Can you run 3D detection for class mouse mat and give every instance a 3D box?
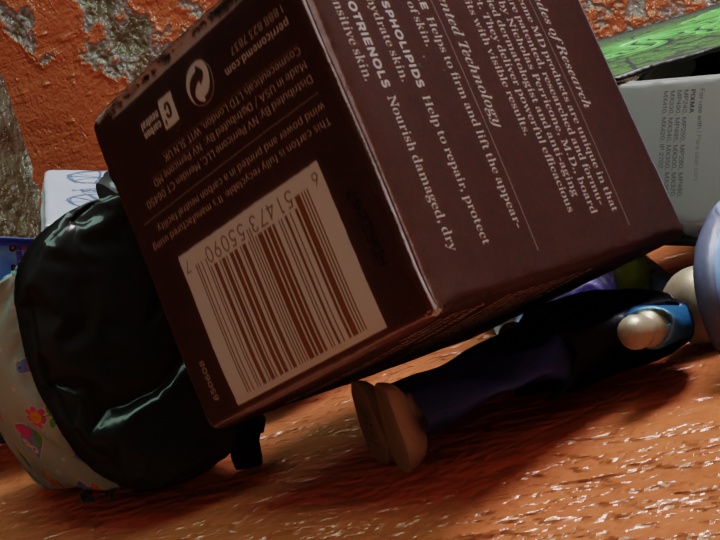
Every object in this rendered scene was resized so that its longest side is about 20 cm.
[{"bbox_3d":[0.197,-0.146,0.810,0.199,0.008,0.161,-17,15,-16],"label":"mouse mat"}]

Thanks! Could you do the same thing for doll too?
[{"bbox_3d":[0.096,0.038,0.635,0.199,0.049,0.136,-19,3,-15],"label":"doll"}]

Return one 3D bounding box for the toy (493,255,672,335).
[{"bbox_3d":[0.132,0.008,0.776,0.115,0.047,0.200,-18,7,2],"label":"toy"}]

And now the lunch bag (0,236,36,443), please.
[{"bbox_3d":[-0.200,0.039,0.912,0.199,0.151,0.094,-8,54,17],"label":"lunch bag"}]

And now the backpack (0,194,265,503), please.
[{"bbox_3d":[-0.149,0.049,0.730,0.126,0.168,0.200,-19,0,-23],"label":"backpack"}]

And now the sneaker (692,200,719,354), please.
[{"bbox_3d":[0.234,-0.015,0.628,0.200,0.074,0.082,-24,13,-37],"label":"sneaker"}]

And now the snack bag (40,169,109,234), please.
[{"bbox_3d":[-0.127,-0.047,0.931,0.199,0.022,0.189,-1,14,-14],"label":"snack bag"}]

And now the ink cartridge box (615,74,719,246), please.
[{"bbox_3d":[0.177,-0.060,0.774,0.145,0.083,0.200,7,-2,-42],"label":"ink cartridge box"}]

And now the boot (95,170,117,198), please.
[{"bbox_3d":[-0.046,-0.072,0.832,0.200,0.165,0.066,-54,7,-20],"label":"boot"}]

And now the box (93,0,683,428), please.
[{"bbox_3d":[0.014,-0.044,0.633,0.200,0.165,0.166,-15,-11,-46],"label":"box"}]

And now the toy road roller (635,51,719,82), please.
[{"bbox_3d":[0.293,-0.122,0.868,0.200,0.123,0.146,-2,44,51],"label":"toy road roller"}]
